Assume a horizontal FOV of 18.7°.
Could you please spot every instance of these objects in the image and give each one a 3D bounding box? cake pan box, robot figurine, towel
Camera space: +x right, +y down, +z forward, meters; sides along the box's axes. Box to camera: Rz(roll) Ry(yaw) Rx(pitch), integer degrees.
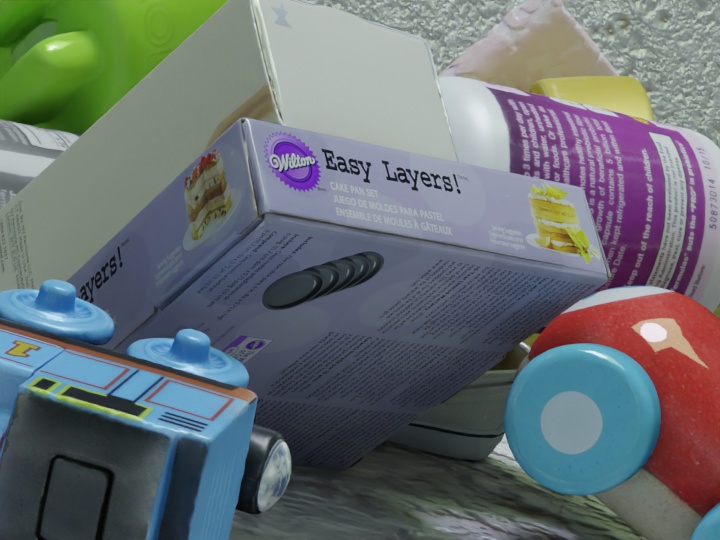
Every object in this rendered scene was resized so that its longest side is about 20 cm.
[{"bbox_3d":[-0.027,0.020,0.905,0.184,0.052,0.200,10,-35,-36],"label":"cake pan box"},{"bbox_3d":[-0.114,-0.134,1.126,0.200,0.176,0.116,-26,-9,-44],"label":"robot figurine"},{"bbox_3d":[0.100,-0.072,1.489,0.191,0.200,0.032,43,9,-39],"label":"towel"}]

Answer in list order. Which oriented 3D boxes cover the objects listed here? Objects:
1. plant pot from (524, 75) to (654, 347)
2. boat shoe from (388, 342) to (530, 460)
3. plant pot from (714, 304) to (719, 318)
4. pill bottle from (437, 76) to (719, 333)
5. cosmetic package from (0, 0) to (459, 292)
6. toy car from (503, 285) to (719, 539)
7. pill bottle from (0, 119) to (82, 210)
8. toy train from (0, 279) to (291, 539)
[{"bbox_3d":[0.083,-0.024,1.385,0.188,0.201,0.201,0,8,-4],"label":"plant pot"},{"bbox_3d":[0.004,0.036,1.064,0.202,0.086,0.075,14,31,-30],"label":"boat shoe"},{"bbox_3d":[0.273,0.072,1.095,0.200,0.201,0.184,11,19,-27],"label":"plant pot"},{"bbox_3d":[0.069,-0.029,1.018,0.200,0.113,0.112,10,9,-29],"label":"pill bottle"},{"bbox_3d":[-0.063,-0.029,0.927,0.105,0.071,0.200,11,-36,-40],"label":"cosmetic package"},{"bbox_3d":[0.184,0.034,0.918,0.177,0.200,0.184,40,9,12],"label":"toy car"},{"bbox_3d":[-0.177,-0.016,1.042,0.200,0.114,0.114,10,9,-38],"label":"pill bottle"},{"bbox_3d":[-0.126,0.051,0.761,0.200,0.087,0.114,16,13,10],"label":"toy train"}]
